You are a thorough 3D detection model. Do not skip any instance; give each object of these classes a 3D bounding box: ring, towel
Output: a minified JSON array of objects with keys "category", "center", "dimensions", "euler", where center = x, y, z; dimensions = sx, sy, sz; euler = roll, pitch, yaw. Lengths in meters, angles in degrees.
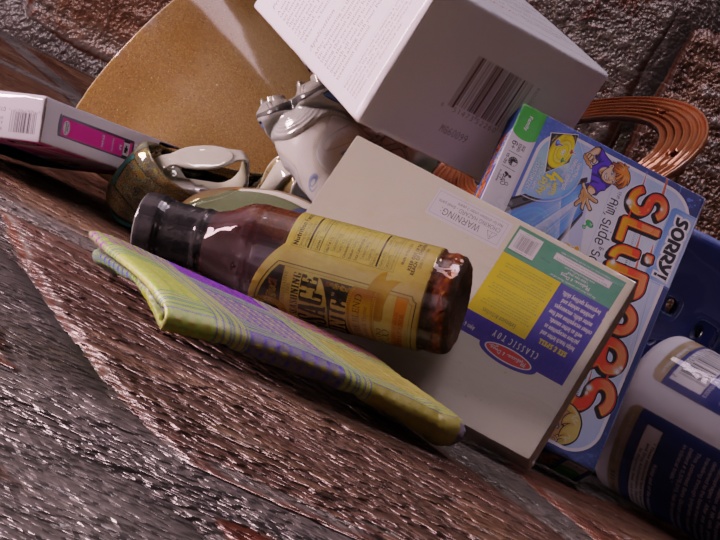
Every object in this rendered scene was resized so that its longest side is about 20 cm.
[{"category":"ring","center":[0.143,-0.072,1.583],"dimensions":[0.200,0.200,0.019],"euler":[34,-35,61]},{"category":"towel","center":[-0.046,0.040,1.248],"dimensions":[0.200,0.023,0.144],"euler":[24,5,-30]}]

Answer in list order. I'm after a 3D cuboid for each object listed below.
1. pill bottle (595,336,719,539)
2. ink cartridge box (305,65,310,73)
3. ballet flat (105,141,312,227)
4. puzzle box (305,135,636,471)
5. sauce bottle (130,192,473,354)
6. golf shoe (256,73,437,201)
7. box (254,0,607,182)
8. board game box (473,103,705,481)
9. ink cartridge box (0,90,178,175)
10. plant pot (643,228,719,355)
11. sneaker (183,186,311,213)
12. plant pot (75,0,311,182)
[{"category":"pill bottle","center":[0.257,0.132,1.441],"dimensions":[0.200,0.111,0.111],"euler":[30,4,27]},{"category":"ink cartridge box","center":[-0.051,-0.108,1.858],"dimensions":[0.050,0.200,0.109],"euler":[28,4,-10]},{"category":"ballet flat","center":[-0.079,-0.053,1.593],"dimensions":[0.200,0.071,0.071],"euler":[8,14,-32]},{"category":"puzzle box","center":[0.048,0.018,1.382],"dimensions":[0.200,0.133,0.025],"euler":[29,-20,14]},{"category":"sauce bottle","center":[-0.036,-0.002,1.349],"dimensions":[0.200,0.066,0.066],"euler":[13,0,14]},{"category":"golf shoe","center":[0.001,-0.069,1.610],"dimensions":[0.200,0.078,0.097],"euler":[9,57,-58]},{"category":"box","center":[0.044,-0.156,1.545],"dimensions":[0.152,0.106,0.200],"euler":[24,16,-32]},{"category":"board game box","center":[0.119,0.013,1.437],"dimensions":[0.135,0.200,0.034],"euler":[26,-20,-6]},{"category":"ink cartridge box","center":[-0.210,-0.092,1.572],"dimensions":[0.095,0.037,0.200],"euler":[7,-2,22]},{"category":"plant pot","center":[0.202,0.052,1.620],"dimensions":[0.200,0.180,0.200],"euler":[25,3,-26]},{"category":"sneaker","center":[-0.043,-0.002,1.470],"dimensions":[0.200,0.067,0.090],"euler":[18,18,17]},{"category":"plant pot","center":[-0.090,-0.089,1.728],"dimensions":[0.200,0.186,0.186],"euler":[45,6,6]}]
